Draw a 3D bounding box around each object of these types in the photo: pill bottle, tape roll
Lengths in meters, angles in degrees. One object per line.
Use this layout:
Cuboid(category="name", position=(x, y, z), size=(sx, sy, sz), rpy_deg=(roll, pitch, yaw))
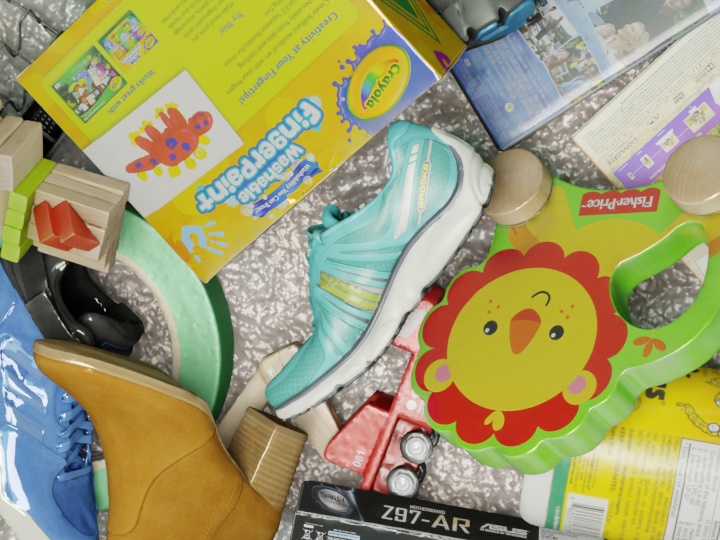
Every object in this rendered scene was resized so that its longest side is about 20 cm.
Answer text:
Cuboid(category="pill bottle", position=(0.202, 0.114, 1.388), size=(0.199, 0.113, 0.113), rpy_deg=(10, 97, 7))
Cuboid(category="tape roll", position=(-0.181, 0.051, 1.466), size=(0.200, 0.048, 0.201), rpy_deg=(1, 96, 7))

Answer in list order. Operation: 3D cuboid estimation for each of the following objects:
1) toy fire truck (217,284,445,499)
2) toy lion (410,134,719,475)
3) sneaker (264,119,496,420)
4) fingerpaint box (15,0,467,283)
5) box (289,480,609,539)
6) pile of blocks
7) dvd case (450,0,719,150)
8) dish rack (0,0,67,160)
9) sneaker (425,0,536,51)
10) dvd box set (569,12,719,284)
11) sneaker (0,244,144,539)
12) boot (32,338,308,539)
Cuboid(category="toy fire truck", position=(-0.020, 0.089, 1.447), size=(0.141, 0.049, 0.201), rpy_deg=(21, 99, 4))
Cuboid(category="toy lion", position=(0.127, 0.024, 1.339), size=(0.200, 0.069, 0.192), rpy_deg=(-3, 61, 33))
Cuboid(category="sneaker", position=(0.000, 0.000, 1.365), size=(0.080, 0.078, 0.200), rpy_deg=(34, 106, -1))
Cuboid(category="fingerpaint box", position=(-0.069, -0.121, 1.343), size=(0.200, 0.073, 0.167), rpy_deg=(-41, 96, 26))
Cuboid(category="box", position=(0.048, 0.224, 1.427), size=(0.199, 0.044, 0.161), rpy_deg=(9, 113, 2))
Cuboid(category="pile of blocks", position=(-0.225, -0.059, 1.336), size=(0.200, 0.062, 0.082), rpy_deg=(39, 122, -6))
Cuboid(category="dvd case", position=(0.130, -0.184, 1.397), size=(0.200, 0.018, 0.143), rpy_deg=(-33, 84, 16))
Cuboid(category="dish rack", position=(-0.264, -0.128, 1.432), size=(0.200, 0.055, 0.154), rpy_deg=(34, 76, 4))
Cuboid(category="sneaker", position=(0.011, -0.145, 1.400), size=(0.200, 0.073, 0.082), rpy_deg=(-29, 82, 25))
Cuboid(category="dvd box set", position=(0.246, -0.056, 1.405), size=(0.146, 0.029, 0.200), rpy_deg=(-43, 89, 9))
Cuboid(category="sneaker", position=(-0.177, 0.076, 1.404), size=(0.111, 0.077, 0.200), rpy_deg=(-22, 86, 18))
Cuboid(category="boot", position=(-0.131, 0.132, 1.367), size=(0.201, 0.071, 0.144), rpy_deg=(25, 90, -33))
